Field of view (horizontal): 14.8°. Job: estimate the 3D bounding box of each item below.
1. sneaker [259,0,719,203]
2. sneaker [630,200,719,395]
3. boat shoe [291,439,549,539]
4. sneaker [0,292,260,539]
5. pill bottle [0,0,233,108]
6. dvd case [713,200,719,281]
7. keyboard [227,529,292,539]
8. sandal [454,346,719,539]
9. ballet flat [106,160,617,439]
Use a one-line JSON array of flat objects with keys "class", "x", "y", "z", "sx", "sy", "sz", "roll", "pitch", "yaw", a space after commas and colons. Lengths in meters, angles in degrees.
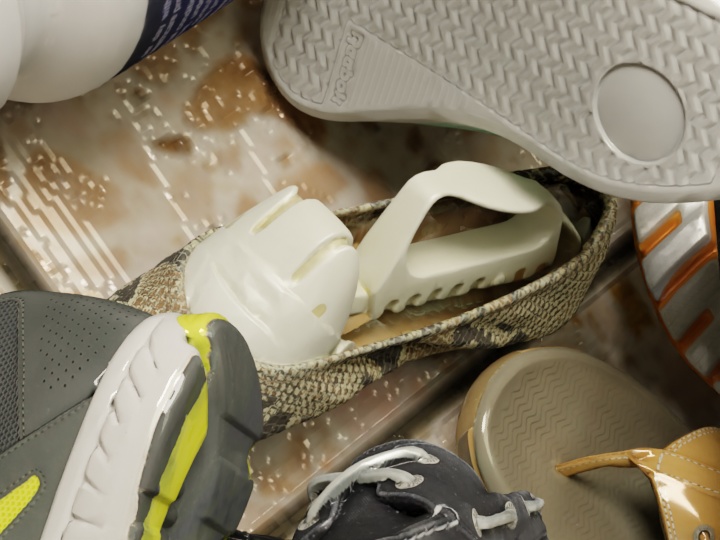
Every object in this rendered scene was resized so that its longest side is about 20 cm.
[{"class": "sneaker", "x": 0.079, "y": -0.077, "z": 0.857, "sx": 0.118, "sy": 0.200, "sz": 0.074, "roll": -22, "pitch": 117, "yaw": -45}, {"class": "sneaker", "x": 0.154, "y": 0.032, "z": 0.924, "sx": 0.078, "sy": 0.077, "sz": 0.201, "roll": -33, "pitch": 85, "yaw": 1}, {"class": "boat shoe", "x": 0.010, "y": 0.078, "z": 0.731, "sx": 0.200, "sy": 0.071, "sz": 0.068, "roll": 14, "pitch": 60, "yaw": -64}, {"class": "sneaker", "x": -0.095, "y": 0.097, "z": 0.694, "sx": 0.201, "sy": 0.084, "sz": 0.074, "roll": -65, "pitch": 151, "yaw": -13}, {"class": "pill bottle", "x": -0.081, "y": -0.118, "z": 0.804, "sx": 0.116, "sy": 0.116, "sz": 0.200, "roll": 53, "pitch": 50, "yaw": -2}, {"class": "dvd case", "x": 0.198, "y": 0.051, "z": 0.860, "sx": 0.199, "sy": 0.025, "sz": 0.151, "roll": 16, "pitch": 57, "yaw": -27}, {"class": "keyboard", "x": -0.054, "y": 0.122, "z": 0.770, "sx": 0.199, "sy": 0.021, "sz": 0.128, "roll": 15, "pitch": 66, "yaw": -30}, {"class": "sandal", "x": 0.117, "y": 0.089, "z": 0.880, "sx": 0.200, "sy": 0.054, "sz": 0.080, "roll": 40, "pitch": 51, "yaw": -12}, {"class": "ballet flat", "x": 0.000, "y": 0.000, "z": 0.828, "sx": 0.199, "sy": 0.075, "sz": 0.068, "roll": -16, "pitch": 61, "yaw": -38}]
